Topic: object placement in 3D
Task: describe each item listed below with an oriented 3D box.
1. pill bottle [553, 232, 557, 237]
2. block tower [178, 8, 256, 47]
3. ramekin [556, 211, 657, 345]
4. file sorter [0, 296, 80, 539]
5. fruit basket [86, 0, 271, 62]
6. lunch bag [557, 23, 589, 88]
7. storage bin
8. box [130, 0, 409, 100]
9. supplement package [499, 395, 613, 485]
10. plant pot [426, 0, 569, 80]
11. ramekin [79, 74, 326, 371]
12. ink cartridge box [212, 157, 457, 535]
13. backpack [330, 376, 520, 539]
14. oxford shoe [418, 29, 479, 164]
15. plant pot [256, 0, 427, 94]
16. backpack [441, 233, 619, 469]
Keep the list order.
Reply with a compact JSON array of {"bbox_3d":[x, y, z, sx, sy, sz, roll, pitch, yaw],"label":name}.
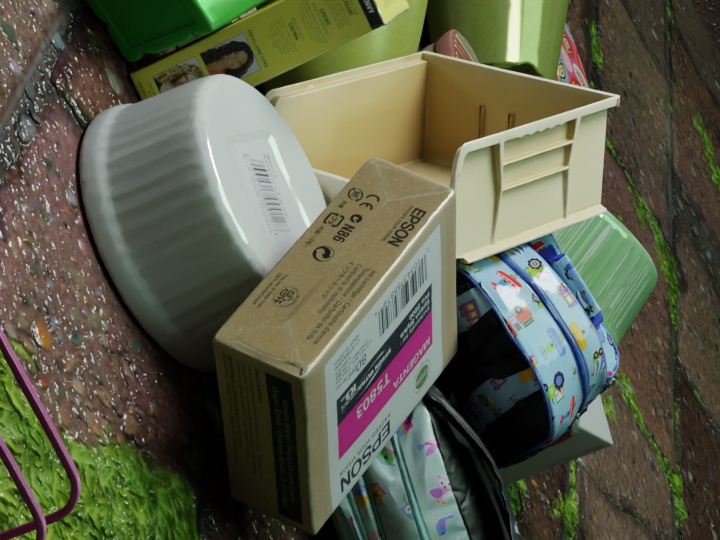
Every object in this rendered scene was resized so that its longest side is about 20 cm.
[{"bbox_3d":[0.090,-0.082,1.846,0.116,0.116,0.200,49,4,-37],"label":"pill bottle"},{"bbox_3d":[-0.128,-0.248,1.646,0.058,0.054,0.201,27,43,-59],"label":"block tower"},{"bbox_3d":[0.186,-0.011,1.948,0.200,0.098,0.200,39,-8,6],"label":"ramekin"},{"bbox_3d":[-0.229,0.115,0.917,0.126,0.138,0.200,63,21,-13],"label":"file sorter"},{"bbox_3d":[-0.147,-0.280,1.535,0.215,0.155,0.217,21,62,-47],"label":"fruit basket"},{"bbox_3d":[0.205,-0.282,2.437,0.176,0.082,0.201,7,61,-67],"label":"lunch bag"},{"bbox_3d":[0.055,-0.089,1.552,0.198,0.199,0.094,-19,118,-43],"label":"storage bin"},{"bbox_3d":[-0.067,-0.169,1.509,0.050,0.199,0.075,63,23,-9],"label":"box"},{"bbox_3d":[0.120,0.099,1.784,0.200,0.121,0.121,29,43,-57],"label":"supplement package"},{"bbox_3d":[0.143,-0.268,2.174,0.200,0.199,0.191,37,48,-51],"label":"plant pot"},{"bbox_3d":[-0.100,-0.040,1.439,0.201,0.097,0.201,49,27,-36],"label":"ramekin"},{"bbox_3d":[-0.012,0.050,1.386,0.200,0.075,0.165,-51,151,-35],"label":"ink cartridge box"},{"bbox_3d":[0.043,0.173,1.513,0.167,0.126,0.201,-114,-178,-80],"label":"backpack"},{"bbox_3d":[0.064,-0.130,1.780,0.071,0.074,0.201,52,26,-24],"label":"oxford shoe"},{"bbox_3d":[-0.022,-0.207,1.725,0.187,0.186,0.202,23,61,-60],"label":"plant pot"},{"bbox_3d":[0.116,0.047,1.562,0.183,0.134,0.200,58,-17,5],"label":"backpack"}]
